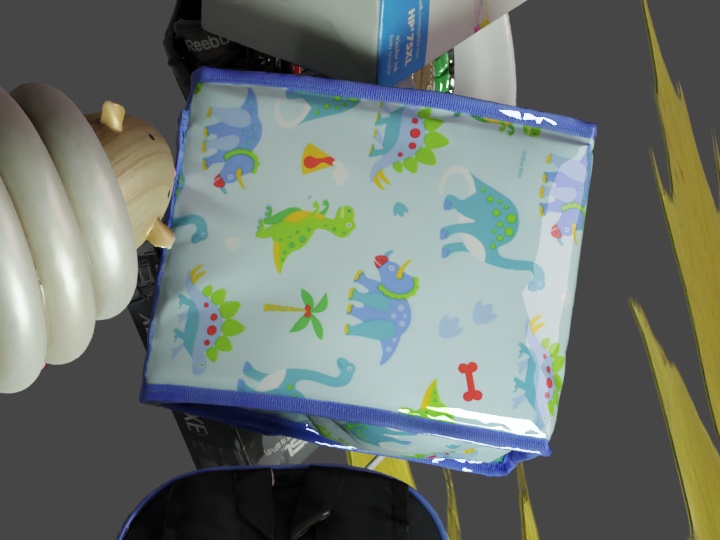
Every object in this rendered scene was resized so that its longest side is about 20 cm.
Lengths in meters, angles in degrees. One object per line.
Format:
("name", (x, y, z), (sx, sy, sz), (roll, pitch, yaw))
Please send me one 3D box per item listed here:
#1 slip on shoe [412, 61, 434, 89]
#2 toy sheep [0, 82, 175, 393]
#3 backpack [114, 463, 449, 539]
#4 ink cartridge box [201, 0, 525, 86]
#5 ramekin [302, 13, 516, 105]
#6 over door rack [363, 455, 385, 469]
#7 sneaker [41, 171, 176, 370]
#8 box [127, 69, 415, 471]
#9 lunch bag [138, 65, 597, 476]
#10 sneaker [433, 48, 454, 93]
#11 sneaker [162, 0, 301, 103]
("slip on shoe", (0.006, -0.089, 1.605), (0.061, 0.076, 0.201), (-29, 134, -71))
("toy sheep", (-0.161, -0.010, 1.116), (0.138, 0.199, 0.138), (50, -24, 32))
("backpack", (-0.040, 0.198, 1.308), (0.147, 0.182, 0.201), (90, 2, -59))
("ink cartridge box", (0.023, -0.171, 1.490), (0.200, 0.116, 0.068), (-34, 137, -44))
("ramekin", (0.020, -0.160, 1.803), (0.200, 0.097, 0.202), (-13, 90, -71))
("over door rack", (-0.005, 0.171, 1.481), (0.200, 0.066, 0.148), (-35, 122, -30))
("sneaker", (-0.143, -0.006, 1.317), (0.200, 0.079, 0.096), (-35, 134, -69))
("box", (-0.031, -0.003, 1.508), (0.200, 0.050, 0.158), (-40, 121, -36))
("lunch bag", (0.000, 0.000, 1.407), (0.127, 0.199, 0.171), (138, -39, -74))
("sneaker", (0.008, -0.086, 1.667), (0.078, 0.085, 0.201), (-105, -157, -75))
("sneaker", (-0.064, -0.093, 1.568), (0.098, 0.070, 0.202), (26, 54, -64))
